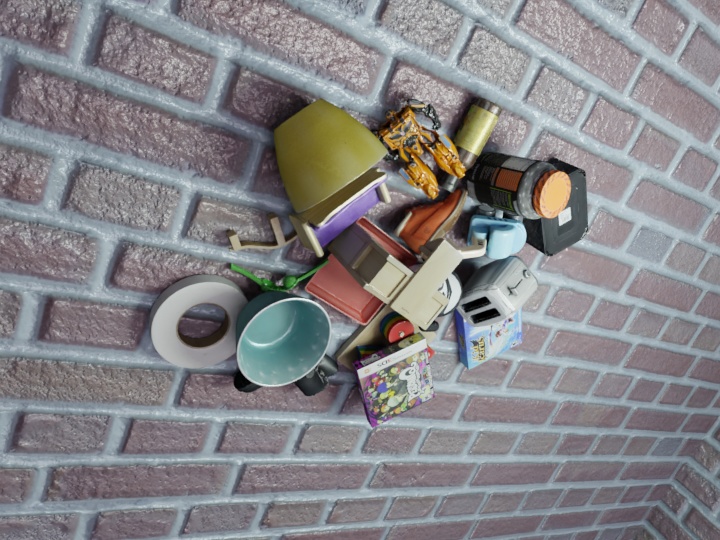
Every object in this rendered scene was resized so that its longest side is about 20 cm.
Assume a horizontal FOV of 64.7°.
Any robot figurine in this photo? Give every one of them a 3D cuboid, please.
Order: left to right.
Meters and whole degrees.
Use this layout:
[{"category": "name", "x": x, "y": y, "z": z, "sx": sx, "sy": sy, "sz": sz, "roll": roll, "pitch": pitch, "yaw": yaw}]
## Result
[{"category": "robot figurine", "x": 0.117, "y": -0.244, "z": 1.139, "sx": 0.145, "sy": 0.058, "sz": 0.200, "roll": -38, "pitch": 120, "yaw": 18}, {"category": "robot figurine", "x": 0.158, "y": 0.047, "z": 1.277, "sx": 0.125, "sy": 0.150, "sz": 0.200, "roll": -41, "pitch": 161, "yaw": 20}]

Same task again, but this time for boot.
[{"category": "boot", "x": -0.159, "y": 0.236, "z": 1.272, "sx": 0.200, "sy": 0.076, "sz": 0.168, "roll": -41, "pitch": 124, "yaw": -9}, {"category": "boot", "x": 0.158, "y": -0.123, "z": 1.241, "sx": 0.200, "sy": 0.107, "sz": 0.075, "roll": -51, "pitch": 165, "yaw": -27}]

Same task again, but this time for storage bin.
[{"category": "storage bin", "x": 0.466, "y": -0.152, "z": 1.379, "sx": 0.135, "sy": 0.094, "sz": 0.200, "roll": -28, "pitch": 125, "yaw": -12}]

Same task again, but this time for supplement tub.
[{"category": "supplement tub", "x": 0.336, "y": -0.181, "z": 1.216, "sx": 0.122, "sy": 0.200, "sz": 0.123, "roll": -15, "pitch": 117, "yaw": -32}]

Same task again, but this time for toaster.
[{"category": "toaster", "x": 0.312, "y": 0.055, "z": 1.351, "sx": 0.114, "sy": 0.200, "sz": 0.129, "roll": 51, "pitch": 56, "yaw": -8}]

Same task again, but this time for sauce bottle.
[{"category": "sauce bottle", "x": 0.226, "y": -0.264, "z": 1.205, "sx": 0.065, "sy": 0.065, "sz": 0.200, "roll": 19, "pitch": 106, "yaw": -34}]

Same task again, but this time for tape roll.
[{"category": "tape roll", "x": -0.318, "y": 0.104, "z": 1.139, "sx": 0.202, "sy": 0.037, "sz": 0.203, "roll": -13, "pitch": 123, "yaw": -22}]

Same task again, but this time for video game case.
[{"category": "video game case", "x": 0.084, "y": 0.263, "z": 1.355, "sx": 0.181, "sy": 0.036, "sz": 0.200, "roll": -22, "pitch": 125, "yaw": -14}, {"category": "video game case", "x": 0.345, "y": 0.147, "z": 1.512, "sx": 0.181, "sy": 0.045, "sz": 0.200, "roll": -23, "pitch": 125, "yaw": -14}]

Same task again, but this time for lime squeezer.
[{"category": "lime squeezer", "x": -0.163, "y": 0.012, "z": 1.167, "sx": 0.199, "sy": 0.038, "sz": 0.071, "roll": -3, "pitch": 103, "yaw": -14}]

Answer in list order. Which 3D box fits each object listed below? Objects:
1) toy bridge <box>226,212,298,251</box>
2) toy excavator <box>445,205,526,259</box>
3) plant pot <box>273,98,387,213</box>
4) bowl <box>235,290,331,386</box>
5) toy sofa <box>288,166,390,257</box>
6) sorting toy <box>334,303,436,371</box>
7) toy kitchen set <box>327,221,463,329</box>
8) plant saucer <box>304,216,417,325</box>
[{"category": "toy bridge", "x": -0.166, "y": -0.079, "z": 1.122, "sx": 0.200, "sy": 0.027, "sz": 0.067, "roll": -25, "pitch": 126, "yaw": -15}, {"category": "toy excavator", "x": 0.278, "y": -0.068, "z": 1.273, "sx": 0.194, "sy": 0.200, "sz": 0.100, "roll": 8, "pitch": 117, "yaw": 3}, {"category": "plant pot", "x": -0.072, "y": -0.217, "z": 1.011, "sx": 0.200, "sy": 0.200, "sz": 0.142, "roll": -35, "pitch": 105, "yaw": -6}, {"category": "bowl", "x": -0.170, "y": 0.122, "z": 1.142, "sx": 0.200, "sy": 0.105, "sz": 0.201, "roll": -15, "pitch": 122, "yaw": -26}, {"category": "toy sofa", "x": -0.029, "y": -0.117, "z": 1.105, "sx": 0.200, "sy": 0.098, "sz": 0.083, "roll": -40, "pitch": 129, "yaw": -21}, {"category": "sorting toy", "x": 0.076, "y": 0.195, "z": 1.380, "sx": 0.200, "sy": 0.070, "sz": 0.199, "roll": -47, "pitch": 128, "yaw": 3}, {"category": "toy kitchen set", "x": 0.083, "y": -0.023, "z": 1.147, "sx": 0.200, "sy": 0.180, "sz": 0.163, "roll": 36, "pitch": 96, "yaw": -38}, {"category": "plant saucer", "x": 0.000, "y": 0.000, "z": 1.251, "sx": 0.200, "sy": 0.037, "sz": 0.200, "roll": 34, "pitch": 98, "yaw": -36}]
